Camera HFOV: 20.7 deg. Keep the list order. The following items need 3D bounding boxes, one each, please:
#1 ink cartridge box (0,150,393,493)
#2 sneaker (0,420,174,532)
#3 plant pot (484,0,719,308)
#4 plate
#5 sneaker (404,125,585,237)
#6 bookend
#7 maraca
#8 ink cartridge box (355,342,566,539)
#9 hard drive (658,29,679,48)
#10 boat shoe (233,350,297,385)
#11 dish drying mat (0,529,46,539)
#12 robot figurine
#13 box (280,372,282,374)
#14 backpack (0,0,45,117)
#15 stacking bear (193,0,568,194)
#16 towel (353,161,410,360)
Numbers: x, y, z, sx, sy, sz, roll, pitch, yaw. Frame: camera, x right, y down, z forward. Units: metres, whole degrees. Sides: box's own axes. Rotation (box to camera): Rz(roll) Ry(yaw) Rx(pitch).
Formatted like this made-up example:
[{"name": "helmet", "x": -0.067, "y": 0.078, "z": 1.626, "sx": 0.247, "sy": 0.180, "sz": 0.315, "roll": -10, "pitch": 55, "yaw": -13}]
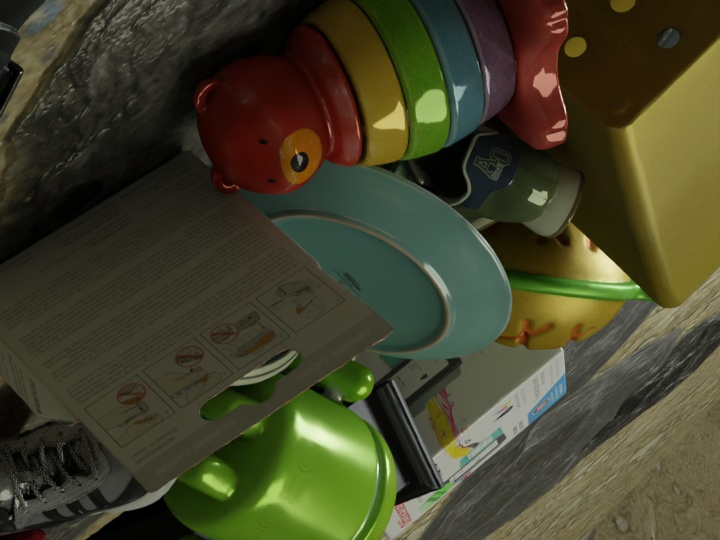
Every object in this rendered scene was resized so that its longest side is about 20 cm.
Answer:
[{"name": "ink cartridge box", "x": -0.101, "y": 0.034, "z": 1.063, "sx": 0.162, "sy": 0.200, "sz": 0.057, "roll": -33, "pitch": 143, "yaw": -21}, {"name": "sneaker", "x": -0.199, "y": 0.126, "z": 1.218, "sx": 0.113, "sy": 0.076, "sz": 0.199, "roll": -10, "pitch": 169, "yaw": -44}, {"name": "plant pot", "x": 0.191, "y": -0.134, "z": 1.303, "sx": 0.200, "sy": 0.200, "sz": 0.176, "roll": -44, "pitch": 149, "yaw": -1}, {"name": "plate", "x": -0.004, "y": 0.001, "z": 1.208, "sx": 0.201, "sy": 0.199, "sz": 0.026, "roll": 110, "pitch": 4, "yaw": -58}, {"name": "sneaker", "x": 0.066, "y": -0.068, "z": 1.321, "sx": 0.200, "sy": 0.089, "sz": 0.068, "roll": 9, "pitch": -105, "yaw": 66}, {"name": "bookend", "x": -0.073, "y": 0.181, "z": 1.445, "sx": 0.199, "sy": 0.093, "sz": 0.199, "roll": -24, "pitch": -176, "yaw": 28}, {"name": "maraca", "x": 0.143, "y": 0.004, "z": 1.427, "sx": 0.199, "sy": 0.137, "sz": 0.108, "roll": 5, "pitch": 100, "yaw": -28}, {"name": "ink cartridge box", "x": 0.048, "y": 0.094, "z": 1.616, "sx": 0.200, "sy": 0.146, "sz": 0.147, "roll": -39, "pitch": 163, "yaw": -5}, {"name": "hard drive", "x": 0.248, "y": -0.180, "z": 1.564, "sx": 0.139, "sy": 0.033, "sz": 0.200, "roll": -20, "pitch": 153, "yaw": -50}, {"name": "boat shoe", "x": -0.109, "y": 0.032, "z": 1.220, "sx": 0.199, "sy": 0.074, "sz": 0.063, "roll": 2, "pitch": 107, "yaw": -46}, {"name": "dish drying mat", "x": -0.256, "y": 0.189, "z": 1.286, "sx": 0.076, "sy": 0.018, "sz": 0.200, "roll": -12, "pitch": 176, "yaw": -2}, {"name": "robot figurine", "x": -0.054, "y": 0.134, "z": 1.311, "sx": 0.200, "sy": 0.115, "sz": 0.177, "roll": 31, "pitch": 80, "yaw": -46}, {"name": "box", "x": -0.098, "y": 0.066, "z": 1.398, "sx": 0.157, "sy": 0.051, "sz": 0.200, "roll": -35, "pitch": 163, "yaw": -16}, {"name": "backpack", "x": -0.174, "y": -0.123, "z": 0.585, "sx": 0.176, "sy": 0.153, "sz": 0.200, "roll": -47, "pitch": 172, "yaw": 13}, {"name": "stacking bear", "x": 0.003, "y": -0.104, "z": 1.101, "sx": 0.199, "sy": 0.114, "sz": 0.122, "roll": -23, "pitch": 137, "yaw": -17}, {"name": "towel", "x": 0.000, "y": 0.000, "z": 1.389, "sx": 0.200, "sy": 0.023, "sz": 0.153, "roll": 96, "pitch": 17, "yaw": -63}]
